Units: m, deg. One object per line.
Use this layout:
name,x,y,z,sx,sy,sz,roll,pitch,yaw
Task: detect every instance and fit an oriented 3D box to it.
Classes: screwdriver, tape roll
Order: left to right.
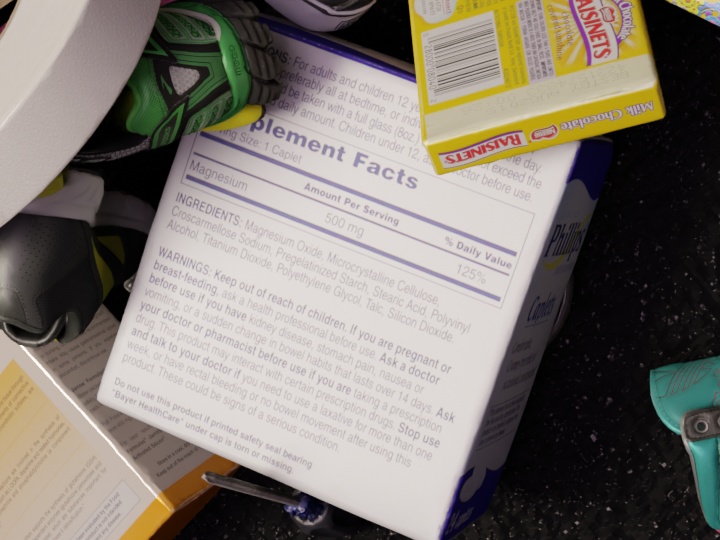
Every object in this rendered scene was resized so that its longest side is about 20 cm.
tape roll,-0.170,-0.092,0.879,0.203,0.203,0.037,-34,130,20
screwdriver,-0.037,0.113,0.969,0.028,0.200,0.029,-15,79,14

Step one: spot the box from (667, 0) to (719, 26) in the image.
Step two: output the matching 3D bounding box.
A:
box,0.228,-0.140,0.845,0.200,0.193,0.122,28,106,14

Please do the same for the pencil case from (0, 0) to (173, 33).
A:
pencil case,-0.129,-0.129,1.020,0.091,0.094,0.200,45,110,-1

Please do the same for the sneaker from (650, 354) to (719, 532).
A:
sneaker,0.197,0.044,0.944,0.121,0.084,0.200,7,101,8

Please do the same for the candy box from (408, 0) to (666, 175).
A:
candy box,0.072,-0.129,0.909,0.102,0.200,0.026,-12,135,10

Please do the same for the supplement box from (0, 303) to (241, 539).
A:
supplement box,-0.175,0.074,1.062,0.200,0.074,0.126,47,125,7

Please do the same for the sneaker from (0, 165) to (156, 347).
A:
sneaker,-0.152,-0.005,0.972,0.074,0.200,0.085,11,86,8

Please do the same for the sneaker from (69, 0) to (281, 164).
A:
sneaker,-0.131,-0.085,0.917,0.200,0.085,0.078,-7,100,47

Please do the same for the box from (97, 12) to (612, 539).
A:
box,0.000,0.000,0.965,0.184,0.105,0.200,22,99,16

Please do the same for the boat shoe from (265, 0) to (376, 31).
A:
boat shoe,-0.069,-0.187,0.912,0.199,0.074,0.068,40,148,-3

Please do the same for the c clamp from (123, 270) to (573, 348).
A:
c clamp,0.002,-0.001,1.034,0.200,0.027,0.171,38,102,12
